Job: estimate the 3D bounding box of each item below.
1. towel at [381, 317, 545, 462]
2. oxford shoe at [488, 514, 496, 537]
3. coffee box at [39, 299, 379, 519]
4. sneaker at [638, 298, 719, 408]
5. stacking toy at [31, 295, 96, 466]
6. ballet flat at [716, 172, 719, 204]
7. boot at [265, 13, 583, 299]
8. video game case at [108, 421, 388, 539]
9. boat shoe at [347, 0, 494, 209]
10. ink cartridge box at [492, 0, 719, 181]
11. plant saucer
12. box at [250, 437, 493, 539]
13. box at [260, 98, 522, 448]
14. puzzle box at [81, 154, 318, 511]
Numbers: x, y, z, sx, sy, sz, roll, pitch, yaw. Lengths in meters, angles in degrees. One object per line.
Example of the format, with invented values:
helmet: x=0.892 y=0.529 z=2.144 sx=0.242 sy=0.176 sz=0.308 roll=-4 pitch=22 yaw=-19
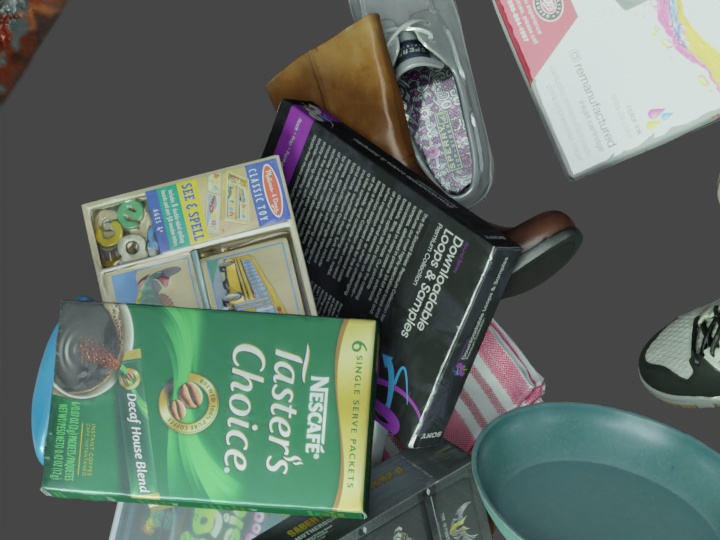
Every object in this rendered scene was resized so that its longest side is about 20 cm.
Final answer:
towel: x=0.009 y=0.092 z=1.650 sx=0.200 sy=0.030 sz=0.147 roll=-42 pitch=66 yaw=3
oxford shoe: x=0.034 y=0.196 z=1.654 sx=0.071 sy=0.071 sz=0.201 roll=35 pitch=91 yaw=4
coffee box: x=-0.089 y=0.084 z=1.520 sx=0.198 sy=0.044 sz=0.124 roll=5 pitch=78 yaw=3
sneaker: x=0.256 y=0.029 z=1.596 sx=0.199 sy=0.088 sz=0.076 roll=-18 pitch=54 yaw=32
stacking toy: x=-0.101 y=0.093 z=1.607 sx=0.198 sy=0.110 sz=0.117 roll=8 pitch=74 yaw=17
ballet flat: x=0.312 y=-0.002 z=1.648 sx=0.200 sy=0.046 sz=0.067 roll=43 pitch=108 yaw=-1
boot: x=0.040 y=-0.069 z=1.604 sx=0.188 sy=0.068 sz=0.201 roll=-25 pitch=78 yaw=42
video game case: x=-0.077 y=0.144 z=1.647 sx=0.181 sy=0.023 sz=0.202 roll=15 pitch=92 yaw=29
boat shoe: x=0.037 y=-0.136 z=1.647 sx=0.071 sy=0.069 sz=0.202 roll=-13 pitch=90 yaw=4
ink cartridge box: x=0.199 y=-0.163 z=1.629 sx=0.199 sy=0.086 sz=0.149 roll=-24 pitch=89 yaw=6
plant saucer: x=0.161 y=0.153 z=1.555 sx=0.198 sy=0.200 sz=0.036 roll=17 pitch=119 yaw=3
box: x=0.018 y=0.227 z=1.589 sx=0.158 sy=0.048 sz=0.201 roll=-29 pitch=122 yaw=-25
box: x=0.000 y=0.000 z=1.576 sx=0.200 sy=0.036 sz=0.144 roll=37 pitch=114 yaw=35
puzzle box: x=-0.090 y=0.039 z=1.564 sx=0.132 sy=0.025 sz=0.202 roll=-14 pitch=79 yaw=-1
